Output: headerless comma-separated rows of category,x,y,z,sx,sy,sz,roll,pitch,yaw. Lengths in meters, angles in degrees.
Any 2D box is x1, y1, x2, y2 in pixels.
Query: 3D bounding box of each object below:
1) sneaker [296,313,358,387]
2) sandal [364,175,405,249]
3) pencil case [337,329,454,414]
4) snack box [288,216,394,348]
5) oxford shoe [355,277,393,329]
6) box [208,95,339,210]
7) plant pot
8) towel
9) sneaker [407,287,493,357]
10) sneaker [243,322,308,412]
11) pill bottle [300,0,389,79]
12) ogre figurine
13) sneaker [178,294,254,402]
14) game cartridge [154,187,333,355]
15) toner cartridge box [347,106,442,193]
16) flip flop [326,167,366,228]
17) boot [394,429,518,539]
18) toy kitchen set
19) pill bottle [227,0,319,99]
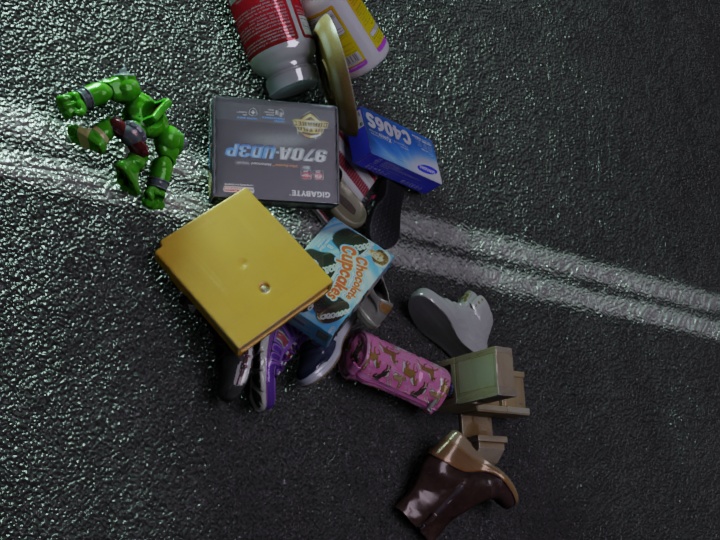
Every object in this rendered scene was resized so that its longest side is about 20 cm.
sneaker,-0.072,0.079,1.550,0.109,0.070,0.200,51,41,-22
sandal,0.037,-0.101,1.739,0.075,0.045,0.200,54,32,-29
pencil case,0.055,0.164,1.629,0.200,0.086,0.083,28,89,-31
snack box,-0.045,0.014,1.507,0.116,0.037,0.200,33,47,6
oxford shoe,0.000,0.000,1.602,0.075,0.058,0.200,28,30,-53
box,-0.133,-0.179,1.549,0.199,0.046,0.160,3,80,-18
plant pot,-0.043,-0.311,1.631,0.027,0.200,0.201,-16,84,-6
towel,-0.042,-0.174,1.706,0.144,0.023,0.200,50,50,-19
sneaker,0.161,0.071,1.768,0.200,0.073,0.116,47,47,-31
sneaker,-0.119,0.111,1.479,0.083,0.081,0.201,17,62,-18
pill bottle,-0.042,-0.433,1.718,0.200,0.104,0.104,54,46,-29
ogre figurine,-0.319,-0.191,1.413,0.200,0.098,0.120,42,62,-9
sneaker,-0.210,0.084,1.436,0.115,0.076,0.201,23,52,-26
game cartridge,-0.167,-0.002,1.429,0.176,0.032,0.200,-35,72,-26
toner cartridge box,0.059,-0.207,1.762,0.200,0.043,0.095,17,55,-47
flip flop,-0.055,-0.146,1.629,0.200,0.057,0.081,44,52,-21
boot,0.158,0.377,1.655,0.200,0.072,0.167,46,71,-25
toy kitchen set,0.242,0.234,1.699,0.199,0.180,0.164,10,69,-35
pill bottle,-0.139,-0.386,1.633,0.112,0.112,0.201,-17,86,-44
